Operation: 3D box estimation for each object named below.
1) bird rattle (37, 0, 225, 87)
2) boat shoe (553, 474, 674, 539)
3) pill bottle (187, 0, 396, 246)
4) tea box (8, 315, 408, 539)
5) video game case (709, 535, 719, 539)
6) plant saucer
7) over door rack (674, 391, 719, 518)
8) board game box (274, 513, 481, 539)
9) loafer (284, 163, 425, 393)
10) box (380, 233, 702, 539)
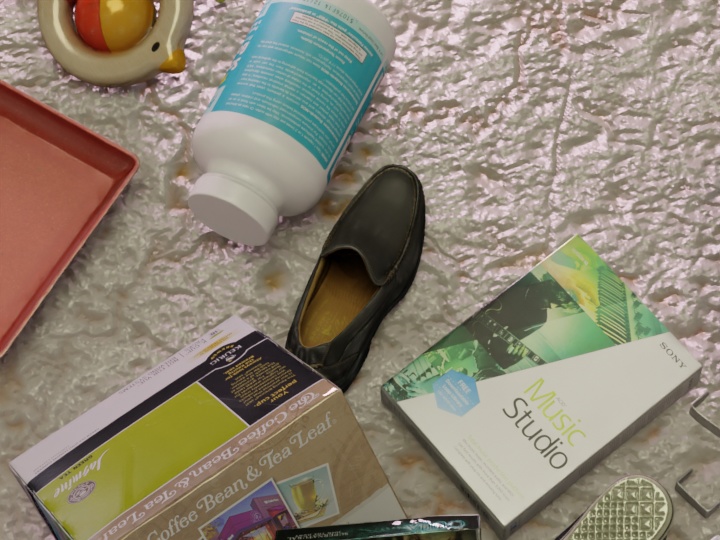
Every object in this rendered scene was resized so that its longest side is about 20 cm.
[{"bbox_3d":[-0.203,-0.229,1.790,0.199,0.113,0.164,-1,81,4],"label":"bird rattle"},{"bbox_3d":[0.146,0.226,1.593,0.200,0.062,0.075,-44,69,-1],"label":"boat shoe"},{"bbox_3d":[-0.059,-0.120,1.727,0.110,0.111,0.201,23,67,11],"label":"pill bottle"},{"bbox_3d":[-0.104,0.157,1.537,0.199,0.134,0.197,-33,24,-13],"label":"tea box"},{"bbox_3d":[0.236,0.314,1.569,0.200,0.024,0.182,-36,70,-14],"label":"video game case"},{"bbox_3d":[-0.302,-0.048,1.738,0.199,0.037,0.200,28,69,14],"label":"plant saucer"},{"bbox_3d":[0.326,0.104,1.599,0.199,0.148,0.067,-27,63,-12],"label":"over door rack"},{"bbox_3d":[0.022,0.258,1.468,0.134,0.028,0.201,-6,110,4],"label":"board game box"},{"bbox_3d":[0.000,0.000,1.691,0.072,0.072,0.201,17,66,9],"label":"loafer"},{"bbox_3d":[0.135,0.084,1.671,0.200,0.036,0.144,-37,70,-16],"label":"box"}]
